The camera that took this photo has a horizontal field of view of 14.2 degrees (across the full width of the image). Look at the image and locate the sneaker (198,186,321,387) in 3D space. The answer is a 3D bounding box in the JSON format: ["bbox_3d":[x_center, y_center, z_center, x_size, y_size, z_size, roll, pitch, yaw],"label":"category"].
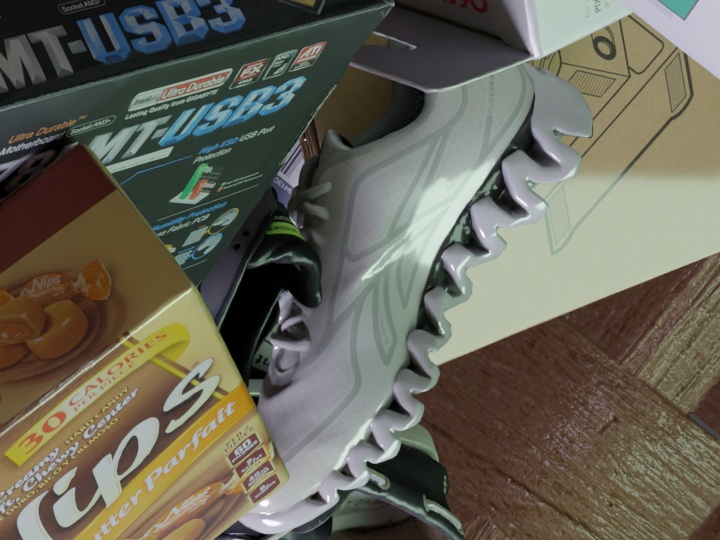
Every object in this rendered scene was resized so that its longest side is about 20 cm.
[{"bbox_3d":[-0.051,-0.018,1.009,0.071,0.083,0.200,36,54,-67],"label":"sneaker"}]

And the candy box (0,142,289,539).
[{"bbox_3d":[-0.091,0.050,0.814,0.115,0.055,0.200,-38,163,-7],"label":"candy box"}]

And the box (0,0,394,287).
[{"bbox_3d":[-0.110,-0.006,0.809,0.200,0.050,0.199,-22,154,-46],"label":"box"}]

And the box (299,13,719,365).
[{"bbox_3d":[0.070,-0.062,1.109,0.200,0.164,0.021,-21,-155,-21],"label":"box"}]

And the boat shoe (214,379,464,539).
[{"bbox_3d":[-0.029,0.092,1.163,0.074,0.060,0.200,-38,151,23],"label":"boat shoe"}]

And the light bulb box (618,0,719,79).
[{"bbox_3d":[0.103,-0.192,0.804,0.198,0.200,0.125,-48,174,-33],"label":"light bulb box"}]

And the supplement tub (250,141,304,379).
[{"bbox_3d":[-0.029,-0.024,1.196,0.200,0.140,0.140,-54,175,25],"label":"supplement tub"}]

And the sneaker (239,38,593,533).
[{"bbox_3d":[0.000,0.000,1.042,0.200,0.081,0.075,-59,-155,-9],"label":"sneaker"}]

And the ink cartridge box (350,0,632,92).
[{"bbox_3d":[0.061,-0.134,0.998,0.200,0.116,0.068,-28,122,-32],"label":"ink cartridge box"}]
